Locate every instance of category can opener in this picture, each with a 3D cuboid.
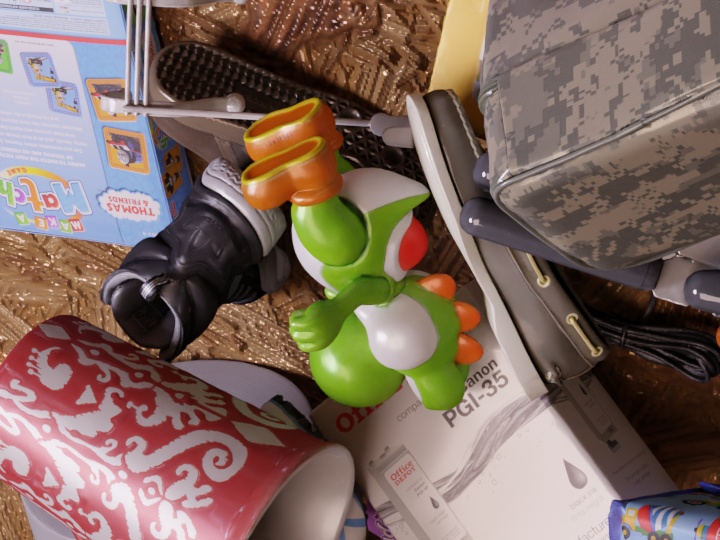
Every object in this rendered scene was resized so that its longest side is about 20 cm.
[{"bbox_3d":[0.155,-0.016,1.505,0.199,0.067,0.054,17,88,-4],"label":"can opener"}]

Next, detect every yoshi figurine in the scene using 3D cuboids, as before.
[{"bbox_3d":[-0.013,0.008,1.601,0.112,0.112,0.201,9,137,55],"label":"yoshi figurine"}]

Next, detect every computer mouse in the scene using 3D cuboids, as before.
[{"bbox_3d":[0.177,-0.019,1.616,0.109,0.044,0.201,24,132,17],"label":"computer mouse"}]

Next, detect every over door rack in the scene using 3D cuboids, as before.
[{"bbox_3d":[-0.052,-0.156,1.621,0.198,0.067,0.149,7,106,13],"label":"over door rack"}]

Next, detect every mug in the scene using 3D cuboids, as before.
[{"bbox_3d":[-0.130,0.137,1.641,0.199,0.133,0.178,29,103,22],"label":"mug"}]

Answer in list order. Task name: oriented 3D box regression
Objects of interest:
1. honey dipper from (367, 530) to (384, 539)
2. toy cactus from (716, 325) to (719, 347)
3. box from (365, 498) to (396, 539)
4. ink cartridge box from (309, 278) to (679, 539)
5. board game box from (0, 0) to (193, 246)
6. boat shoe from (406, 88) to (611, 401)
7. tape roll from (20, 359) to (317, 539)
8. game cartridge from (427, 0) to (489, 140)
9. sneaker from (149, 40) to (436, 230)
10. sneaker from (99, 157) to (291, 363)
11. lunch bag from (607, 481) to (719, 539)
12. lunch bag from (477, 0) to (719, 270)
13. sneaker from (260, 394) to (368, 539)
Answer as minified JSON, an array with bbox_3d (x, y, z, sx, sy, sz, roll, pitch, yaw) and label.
[{"bbox_3d":[-0.001,0.171,1.800,0.038,0.038,0.200,59,166,-18],"label":"honey dipper"},{"bbox_3d":[0.266,0.072,1.613,0.200,0.102,0.165,41,153,-4],"label":"toy cactus"},{"bbox_3d":[0.071,0.160,1.818,0.136,0.039,0.201,19,130,19],"label":"box"},{"bbox_3d":[0.085,0.120,1.695,0.146,0.083,0.200,-40,83,25],"label":"ink cartridge box"},{"bbox_3d":[-0.191,-0.111,1.784,0.150,0.037,0.201,8,125,28],"label":"board game box"},{"bbox_3d":[0.084,-0.022,1.579,0.060,0.072,0.203,-24,114,2],"label":"boat shoe"},{"bbox_3d":[-0.121,0.143,1.814,0.199,0.200,0.067,6,128,28],"label":"tape roll"},{"bbox_3d":[0.144,-0.133,1.532,0.199,0.032,0.177,22,117,19],"label":"game cartridge"},{"bbox_3d":[-0.042,-0.074,1.711,0.199,0.071,0.076,32,157,7],"label":"sneaker"},{"bbox_3d":[-0.106,0.004,1.717,0.075,0.114,0.200,43,168,8],"label":"sneaker"},{"bbox_3d":[0.256,0.173,1.604,0.150,0.199,0.095,10,103,34],"label":"lunch bag"},{"bbox_3d":[0.164,-0.116,1.427,0.199,0.169,0.139,-24,147,29],"label":"lunch bag"},{"bbox_3d":[-0.033,0.168,1.716,0.072,0.072,0.201,38,149,53],"label":"sneaker"}]
